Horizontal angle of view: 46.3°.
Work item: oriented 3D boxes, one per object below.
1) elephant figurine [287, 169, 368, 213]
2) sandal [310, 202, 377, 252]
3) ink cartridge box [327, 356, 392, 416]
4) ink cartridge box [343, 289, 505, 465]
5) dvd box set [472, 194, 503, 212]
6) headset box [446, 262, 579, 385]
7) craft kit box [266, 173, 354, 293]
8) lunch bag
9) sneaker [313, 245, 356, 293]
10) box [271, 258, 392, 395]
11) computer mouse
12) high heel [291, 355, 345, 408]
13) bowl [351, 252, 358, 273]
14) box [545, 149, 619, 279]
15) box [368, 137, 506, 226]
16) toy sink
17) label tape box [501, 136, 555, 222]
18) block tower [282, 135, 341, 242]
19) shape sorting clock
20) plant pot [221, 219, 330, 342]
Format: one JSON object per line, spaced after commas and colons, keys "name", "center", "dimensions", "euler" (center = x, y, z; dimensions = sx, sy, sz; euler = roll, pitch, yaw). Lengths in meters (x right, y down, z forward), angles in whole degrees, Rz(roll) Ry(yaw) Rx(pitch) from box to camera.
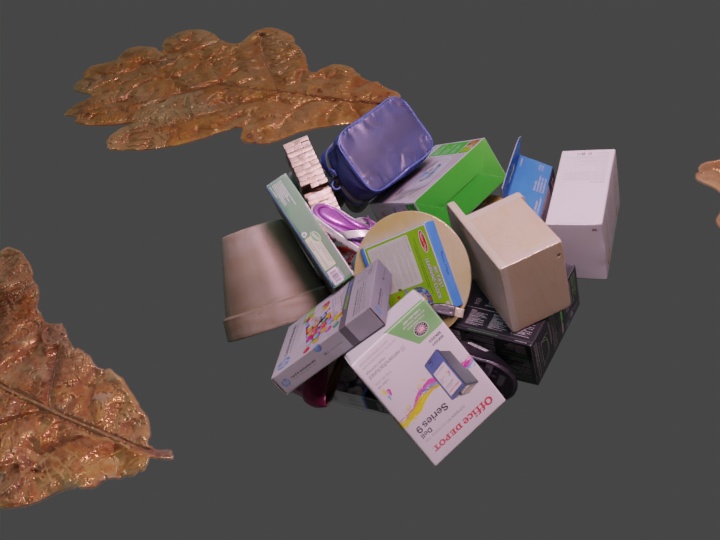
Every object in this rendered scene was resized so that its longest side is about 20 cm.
{"name": "elephant figurine", "center": [-0.040, -0.181, 1.747], "dimensions": [0.198, 0.155, 0.143], "euler": [-18, 69, -39]}
{"name": "sandal", "center": [0.000, -0.074, 1.506], "dimensions": [0.199, 0.050, 0.083], "euler": [23, 41, 6]}
{"name": "ink cartridge box", "center": [0.028, 0.142, 1.416], "dimensions": [0.195, 0.044, 0.201], "euler": [7, 47, 30]}
{"name": "ink cartridge box", "center": [0.092, 0.155, 1.228], "dimensions": [0.145, 0.201, 0.087], "euler": [-40, 12, -3]}
{"name": "dvd box set", "center": [0.204, -0.069, 1.585], "dimensions": [0.145, 0.030, 0.200], "euler": [19, 55, 38]}
{"name": "headset box", "center": [0.245, 0.063, 1.374], "dimensions": [0.171, 0.094, 0.201], "euler": [11, 49, 32]}
{"name": "craft kit box", "center": [-0.081, -0.051, 1.432], "dimensions": [0.048, 0.198, 0.202], "euler": [-33, 85, -7]}
{"name": "lunch bag", "center": [0.022, -0.216, 1.596], "dimensions": [0.199, 0.137, 0.132], "euler": [-36, 3, -21]}
{"name": "sneaker", "center": [0.000, 0.001, 1.565], "dimensions": [0.197, 0.068, 0.109], "euler": [-5, 40, 23]}
{"name": "box", "center": [-0.041, 0.084, 1.290], "dimensions": [0.199, 0.041, 0.157], "euler": [-38, 17, 22]}
{"name": "computer mouse", "center": [0.157, 0.114, 1.296], "dimensions": [0.196, 0.143, 0.046], "euler": [19, 35, 13]}
{"name": "high heel", "center": [-0.031, 0.131, 1.361], "dimensions": [0.095, 0.068, 0.201], "euler": [15, 57, 50]}
{"name": "bowl", "center": [0.089, 0.017, 1.438], "dimensions": [0.197, 0.201, 0.107], "euler": [-15, 71, 6]}
{"name": "box", "center": [0.391, -0.100, 1.470], "dimensions": [0.096, 0.126, 0.202], "euler": [1, 44, 24]}
{"name": "box", "center": [0.146, -0.149, 1.600], "dimensions": [0.199, 0.097, 0.176], "euler": [-42, 21, -19]}
{"name": "toy sink", "center": [0.231, -0.030, 1.310], "dimensions": [0.110, 0.132, 0.201], "euler": [-24, 38, -6]}
{"name": "label tape box", "center": [0.297, -0.107, 1.456], "dimensions": [0.065, 0.202, 0.145], "euler": [4, 45, 22]}
{"name": "block tower", "center": [-0.085, -0.152, 1.612], "dimensions": [0.053, 0.058, 0.203], "euler": [-22, 81, -8]}
{"name": "shape sorting clock", "center": [0.082, 0.008, 1.334], "dimensions": [0.196, 0.205, 0.039], "euler": [5, 11, 27]}
{"name": "plant pot", "center": [-0.162, 0.011, 1.474], "dimensions": [0.196, 0.177, 0.200], "euler": [-17, 1, 0]}
